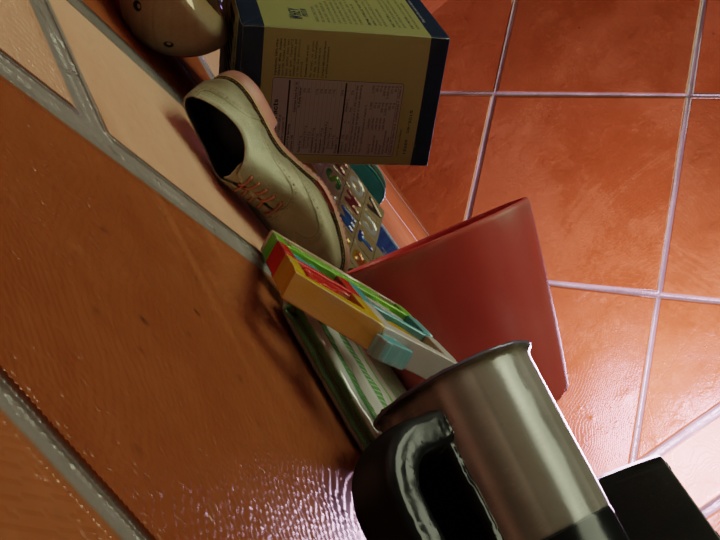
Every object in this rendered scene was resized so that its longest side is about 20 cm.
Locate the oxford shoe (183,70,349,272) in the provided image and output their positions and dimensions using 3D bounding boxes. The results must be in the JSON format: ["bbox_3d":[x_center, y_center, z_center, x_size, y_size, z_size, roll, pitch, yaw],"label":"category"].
[{"bbox_3d":[-0.083,-0.069,0.767,0.201,0.070,0.074,55,33,-2],"label":"oxford shoe"}]

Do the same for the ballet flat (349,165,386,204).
[{"bbox_3d":[-0.049,-0.130,1.035,0.198,0.068,0.071,21,26,-44],"label":"ballet flat"}]

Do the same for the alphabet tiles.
[{"bbox_3d":[-0.018,-0.043,0.936,0.168,0.007,0.201,51,29,-23],"label":"alphabet tiles"}]

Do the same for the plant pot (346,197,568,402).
[{"bbox_3d":[0.098,0.051,0.853,0.200,0.198,0.180,-32,100,-82],"label":"plant pot"}]

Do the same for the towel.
[{"bbox_3d":[0.010,0.093,0.716,0.154,0.023,0.200,57,8,21],"label":"towel"}]

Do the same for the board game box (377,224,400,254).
[{"bbox_3d":[0.043,-0.008,1.247,0.201,0.043,0.199,56,3,14],"label":"board game box"}]

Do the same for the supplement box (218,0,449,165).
[{"bbox_3d":[-0.038,-0.213,0.932,0.201,0.196,0.136,-111,-155,-54],"label":"supplement box"}]

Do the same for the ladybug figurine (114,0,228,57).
[{"bbox_3d":[-0.187,-0.261,0.867,0.136,0.072,0.201,50,9,-26],"label":"ladybug figurine"}]

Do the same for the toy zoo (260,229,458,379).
[{"bbox_3d":[-0.004,0.026,0.647,0.130,0.021,0.200,30,4,-15],"label":"toy zoo"}]

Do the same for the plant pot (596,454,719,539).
[{"bbox_3d":[0.377,0.358,1.238,0.201,0.176,0.200,57,7,18],"label":"plant pot"}]

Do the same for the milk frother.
[{"bbox_3d":[0.117,0.127,0.514,0.190,0.199,0.180,63,19,18],"label":"milk frother"}]

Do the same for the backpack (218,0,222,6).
[{"bbox_3d":[-0.189,-0.424,1.023,0.166,0.203,0.162,23,0,9],"label":"backpack"}]
